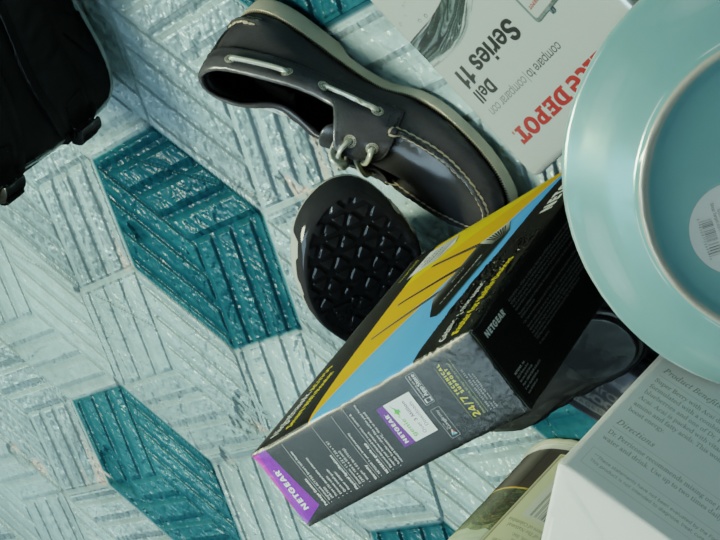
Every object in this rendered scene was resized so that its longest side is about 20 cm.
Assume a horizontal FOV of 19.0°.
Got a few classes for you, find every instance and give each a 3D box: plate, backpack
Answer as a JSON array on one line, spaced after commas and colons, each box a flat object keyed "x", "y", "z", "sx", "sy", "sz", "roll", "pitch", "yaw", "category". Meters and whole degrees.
[{"x": 0.182, "y": -0.037, "z": 0.887, "sx": 0.198, "sy": 0.026, "sz": 0.202, "roll": 2, "pitch": 111, "yaw": 6, "category": "plate"}, {"x": -0.268, "y": -0.153, "z": 1.329, "sx": 0.150, "sy": 0.177, "sz": 0.201, "roll": 6, "pitch": 128, "yaw": 43, "category": "backpack"}]

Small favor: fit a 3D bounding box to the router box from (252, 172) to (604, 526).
[{"x": 0.051, "y": 0.029, "z": 1.051, "sx": 0.149, "sy": 0.200, "sz": 0.051, "roll": -32, "pitch": 100, "yaw": 36, "category": "router box"}]

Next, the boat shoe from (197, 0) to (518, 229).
[{"x": -0.004, "y": -0.073, "z": 1.183, "sx": 0.199, "sy": 0.063, "sz": 0.073, "roll": 36, "pitch": 146, "yaw": 18, "category": "boat shoe"}]

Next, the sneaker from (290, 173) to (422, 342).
[{"x": 0.000, "y": 0.000, "z": 1.223, "sx": 0.083, "sy": 0.071, "sz": 0.200, "roll": 58, "pitch": 179, "yaw": 38, "category": "sneaker"}]

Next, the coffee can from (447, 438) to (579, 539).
[{"x": 0.093, "y": 0.218, "z": 1.263, "sx": 0.146, "sy": 0.200, "sz": 0.147, "roll": 33, "pitch": 148, "yaw": 24, "category": "coffee can"}]

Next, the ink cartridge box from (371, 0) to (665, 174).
[{"x": 0.065, "y": -0.160, "z": 0.966, "sx": 0.200, "sy": 0.083, "sz": 0.147, "roll": 46, "pitch": 151, "yaw": 0, "category": "ink cartridge box"}]

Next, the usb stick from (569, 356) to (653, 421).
[{"x": 0.139, "y": 0.062, "z": 1.187, "sx": 0.199, "sy": 0.033, "sz": 0.056, "roll": 31, "pitch": 138, "yaw": 28, "category": "usb stick"}]

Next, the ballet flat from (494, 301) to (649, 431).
[{"x": 0.096, "y": 0.043, "z": 1.169, "sx": 0.067, "sy": 0.057, "sz": 0.199, "roll": 48, "pitch": 142, "yaw": -15, "category": "ballet flat"}]

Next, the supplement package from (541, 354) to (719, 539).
[{"x": 0.188, "y": 0.090, "z": 0.982, "sx": 0.121, "sy": 0.200, "sz": 0.120, "roll": 35, "pitch": 148, "yaw": 22, "category": "supplement package"}]
